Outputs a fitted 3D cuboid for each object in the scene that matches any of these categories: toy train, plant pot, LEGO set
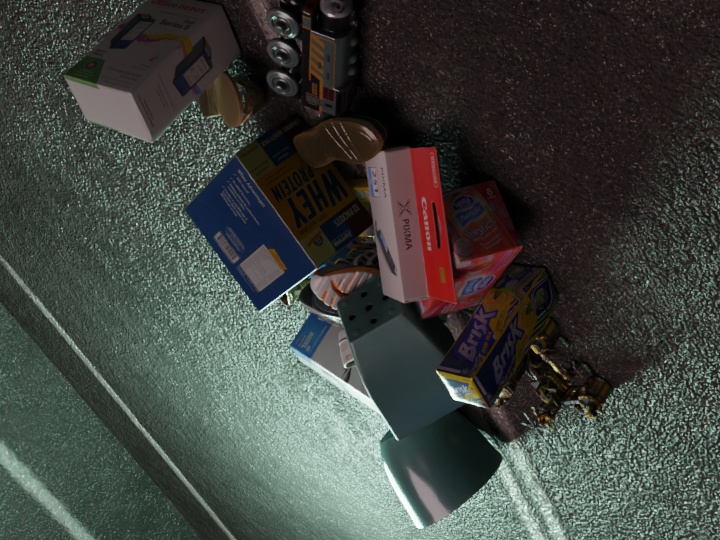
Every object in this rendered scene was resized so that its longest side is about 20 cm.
[{"bbox_3d":[-0.055,-0.280,1.369,0.112,0.086,0.201,20,149,8],"label":"toy train"},{"bbox_3d":[0.130,0.331,1.961,0.162,0.200,0.200,52,153,0],"label":"plant pot"},{"bbox_3d":[0.056,0.112,1.595,0.201,0.140,0.142,55,-171,-42],"label":"plant pot"},{"bbox_3d":[0.261,0.172,1.615,0.201,0.116,0.153,50,151,-22],"label":"LEGO set"}]

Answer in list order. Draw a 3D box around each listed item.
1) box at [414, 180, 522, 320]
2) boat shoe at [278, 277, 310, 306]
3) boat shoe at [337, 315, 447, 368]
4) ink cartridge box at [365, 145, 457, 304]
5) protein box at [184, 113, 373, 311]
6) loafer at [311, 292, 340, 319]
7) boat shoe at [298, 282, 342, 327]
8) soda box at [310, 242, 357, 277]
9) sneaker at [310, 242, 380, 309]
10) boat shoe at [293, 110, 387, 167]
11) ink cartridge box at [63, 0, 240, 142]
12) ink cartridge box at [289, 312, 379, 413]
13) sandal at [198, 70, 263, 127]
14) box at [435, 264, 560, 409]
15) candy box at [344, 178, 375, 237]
[{"bbox_3d":[0.129,-0.024,1.468,0.201,0.093,0.104,115,137,-63],"label":"box"},{"bbox_3d":[-0.142,0.014,1.872,0.073,0.063,0.200,32,177,26],"label":"boat shoe"},{"bbox_3d":[0.052,0.121,1.749,0.199,0.088,0.074,-16,158,26],"label":"boat shoe"},{"bbox_3d":[0.061,-0.060,1.428,0.176,0.044,0.204,-162,63,-72],"label":"ink cartridge box"},{"bbox_3d":[-0.124,-0.082,1.623,0.200,0.135,0.199,53,143,-2],"label":"protein box"},{"bbox_3d":[0.023,0.047,1.717,0.196,0.073,0.063,-8,155,17],"label":"loafer"},{"bbox_3d":[-0.018,0.071,1.870,0.199,0.075,0.065,14,141,29],"label":"boat shoe"},{"bbox_3d":[-0.092,-0.044,1.792,0.198,0.064,0.068,31,153,17],"label":"soda box"},{"bbox_3d":[0.000,0.000,1.619,0.078,0.198,0.079,54,131,27],"label":"sneaker"},{"bbox_3d":[-0.021,-0.186,1.477,0.072,0.066,0.200,53,154,-18],"label":"boat shoe"},{"bbox_3d":[-0.285,-0.286,1.513,0.144,0.200,0.088,19,145,34],"label":"ink cartridge box"},{"bbox_3d":[-0.017,0.169,1.970,0.198,0.085,0.145,32,170,13],"label":"ink cartridge box"},{"bbox_3d":[-0.176,-0.253,1.590,0.211,0.068,0.079,-158,61,-65],"label":"sandal"},{"bbox_3d":[0.188,0.086,1.483,0.069,0.201,0.065,8,142,45],"label":"box"},{"bbox_3d":[0.008,-0.093,1.631,0.198,0.027,0.103,5,140,49],"label":"candy box"}]
